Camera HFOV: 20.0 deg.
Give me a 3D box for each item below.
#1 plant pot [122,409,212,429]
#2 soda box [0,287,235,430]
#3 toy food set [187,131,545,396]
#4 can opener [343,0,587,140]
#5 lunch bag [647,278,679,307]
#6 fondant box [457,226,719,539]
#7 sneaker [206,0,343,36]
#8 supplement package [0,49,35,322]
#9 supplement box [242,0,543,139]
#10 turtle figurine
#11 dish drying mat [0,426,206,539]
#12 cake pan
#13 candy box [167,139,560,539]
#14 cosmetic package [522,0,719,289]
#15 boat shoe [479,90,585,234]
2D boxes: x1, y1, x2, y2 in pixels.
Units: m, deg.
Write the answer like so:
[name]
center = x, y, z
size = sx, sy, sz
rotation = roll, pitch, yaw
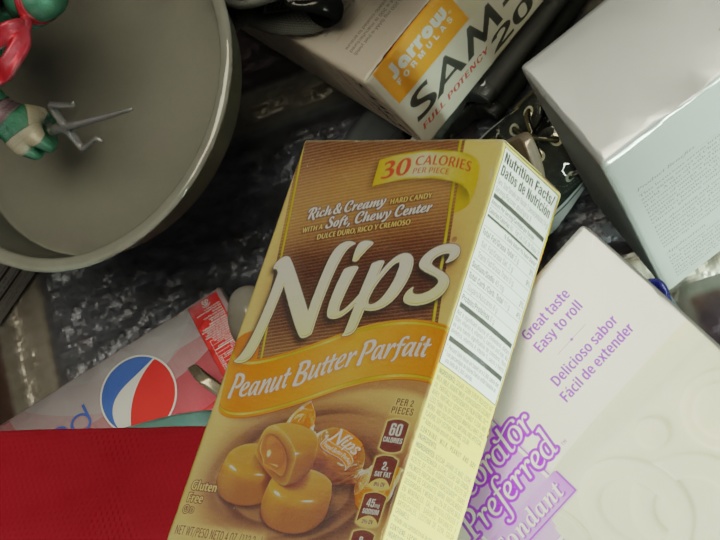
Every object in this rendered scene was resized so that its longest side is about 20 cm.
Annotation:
[plant pot]
center = -0.102, 0.151, 1.033
size = 0.200, 0.200, 0.134
rotation = -22, 77, 9
[soda box]
center = -0.137, 0.094, 1.144
size = 0.200, 0.070, 0.063
rotation = -32, 67, 5
[toy food set]
center = 0.000, 0.000, 1.031
size = 0.200, 0.144, 0.060
rotation = -38, 93, -6
[can opener]
center = 0.058, -0.119, 1.161
size = 0.067, 0.053, 0.200
rotation = 35, 84, 18
[lunch bag]
center = 0.080, 0.085, 1.025
size = 0.200, 0.170, 0.124
rotation = -18, 73, 13
[fondant box]
center = 0.125, 0.101, 0.894
size = 0.200, 0.058, 0.144
rotation = 44, 95, 18
[sneaker]
center = -0.011, -0.189, 1.087
size = 0.200, 0.075, 0.116
rotation = -36, 54, 24
[supplement package]
center = -0.267, -0.092, 1.223
size = 0.200, 0.111, 0.156
rotation = 31, 84, 23
[supplement box]
center = -0.002, -0.173, 1.160
size = 0.126, 0.074, 0.200
rotation = -51, 48, -3
[turtle figurine]
center = -0.197, -0.142, 1.053
size = 0.200, 0.101, 0.150
rotation = 10, 84, 35
[dish drying mat]
center = -0.110, 0.107, 0.954
size = 0.200, 0.018, 0.077
rotation = -3, 52, 10
[cake pan]
center = -0.146, -0.094, 1.088
size = 0.200, 0.037, 0.201
rotation = -6, 76, 26
[candy box]
center = 0.002, 0.042, 0.890
size = 0.115, 0.055, 0.200
rotation = 3, 67, 38
[cosmetic package]
center = 0.159, -0.072, 1.036
size = 0.101, 0.200, 0.071
rotation = -38, 66, 2
[boat shoe]
center = 0.113, -0.081, 1.131
size = 0.200, 0.057, 0.069
rotation = -41, 66, 1
